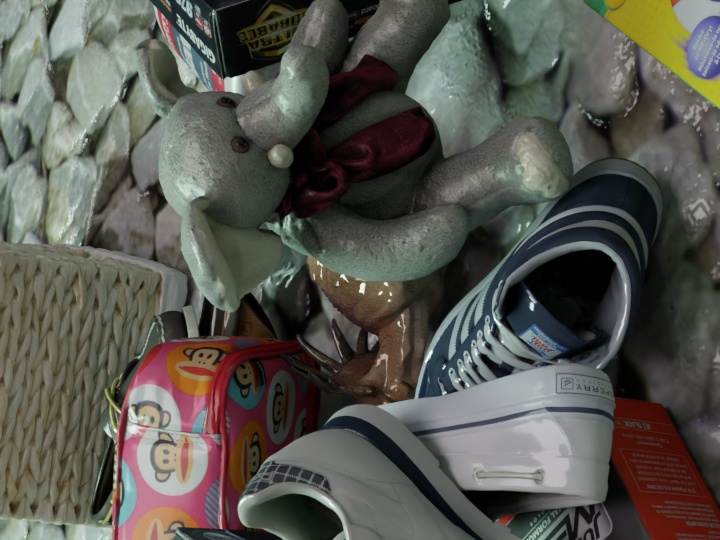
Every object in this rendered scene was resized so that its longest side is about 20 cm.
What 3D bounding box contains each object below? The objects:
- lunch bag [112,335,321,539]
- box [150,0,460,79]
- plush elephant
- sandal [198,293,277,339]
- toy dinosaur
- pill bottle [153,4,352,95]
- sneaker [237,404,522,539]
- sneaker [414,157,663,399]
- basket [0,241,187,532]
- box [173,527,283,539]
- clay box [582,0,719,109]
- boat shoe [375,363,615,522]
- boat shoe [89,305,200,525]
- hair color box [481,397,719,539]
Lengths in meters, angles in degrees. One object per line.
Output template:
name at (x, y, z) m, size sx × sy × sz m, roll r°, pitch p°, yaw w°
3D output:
lunch bag at (-0.078, 0.138, 1.034) m, size 0.081 × 0.176 × 0.201 m, roll 5°, pitch 93°, yaw 18°
box at (-0.022, -0.189, 0.998) m, size 0.159 × 0.199 × 0.046 m, roll 48°, pitch 153°, yaw 48°
plush elephant at (-0.030, -0.063, 0.861) m, size 0.200 × 0.154 × 0.165 m, roll -39°, pitch 63°, yaw 27°
sandal at (-0.077, 0.035, 1.133) m, size 0.082 × 0.054 × 0.201 m, roll -140°, pitch 53°, yaw -77°
toy dinosaur at (0.000, 0.000, 1.012) m, size 0.136 × 0.085 × 0.201 m, roll -51°, pitch 44°, yaw 36°
pill bottle at (-0.065, -0.168, 1.115) m, size 0.200 × 0.119 × 0.120 m, roll 49°, pitch 121°, yaw 48°
sneaker at (0.034, 0.148, 0.775) m, size 0.200 × 0.080 × 0.077 m, roll 38°, pitch 126°, yaw 19°
sneaker at (0.078, 0.041, 0.867) m, size 0.200 × 0.070 × 0.109 m, roll -57°, pitch 2°, yaw 26°
basket at (-0.252, 0.078, 1.283) m, size 0.198 × 0.160 × 0.201 m, roll 12°, pitch 93°, yaw 54°
box at (-0.045, 0.246, 0.953) m, size 0.043 × 0.159 × 0.201 m, roll 19°, pitch 99°, yaw 54°
clay box at (0.182, -0.143, 0.825) m, size 0.200 × 0.047 × 0.115 m, roll 49°, pitch 121°, yaw 47°
boat shoe at (0.040, 0.099, 0.838) m, size 0.200 × 0.073 × 0.067 m, roll -28°, pitch 55°, yaw 50°
boat shoe at (-0.142, 0.104, 1.152) m, size 0.072 × 0.060 × 0.202 m, roll -104°, pitch 20°, yaw -45°
hair color box at (0.133, 0.167, 0.808) m, size 0.102 × 0.061 × 0.201 m, roll -54°, pitch 43°, yaw 32°
